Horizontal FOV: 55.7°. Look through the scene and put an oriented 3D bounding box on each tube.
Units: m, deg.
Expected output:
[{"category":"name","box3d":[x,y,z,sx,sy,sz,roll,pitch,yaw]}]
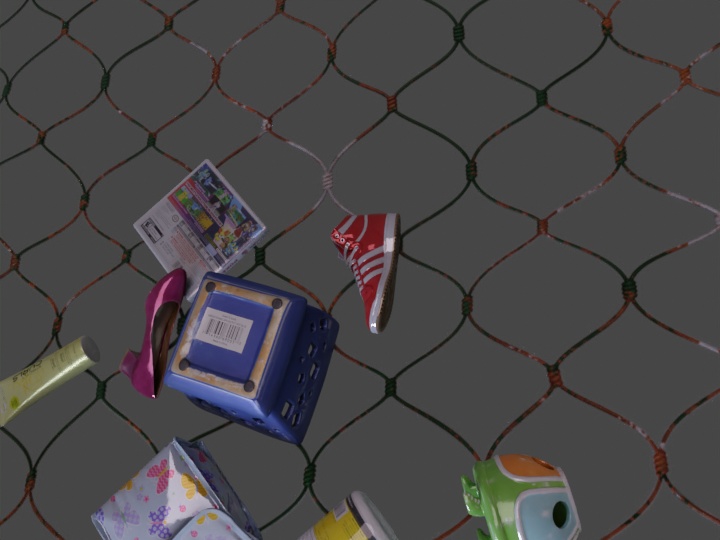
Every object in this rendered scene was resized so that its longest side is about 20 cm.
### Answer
[{"category":"tube","box3d":[-0.532,0.181,1.145,0.197,0.053,0.058,-30,24,6]}]

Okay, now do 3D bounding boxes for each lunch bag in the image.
[{"category":"lunch bag","box3d":[-0.249,0.367,0.959,0.169,0.127,0.201,-40,72,-3]}]

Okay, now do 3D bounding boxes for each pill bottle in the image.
[{"category":"pill bottle","box3d":[-0.045,0.398,0.901,0.199,0.112,0.113,-39,65,-3]}]

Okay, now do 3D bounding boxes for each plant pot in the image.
[{"category":"plant pot","box3d":[-0.162,0.119,1.004,0.195,0.180,0.205,14,73,18]}]

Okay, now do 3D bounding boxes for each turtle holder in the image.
[{"category":"turtle holder","box3d":[0.208,0.324,0.853,0.128,0.141,0.190,-17,64,5]}]

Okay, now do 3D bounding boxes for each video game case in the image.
[{"category":"video game case","box3d":[-0.282,-0.074,1.198,0.182,0.023,0.200,-42,64,-5]}]

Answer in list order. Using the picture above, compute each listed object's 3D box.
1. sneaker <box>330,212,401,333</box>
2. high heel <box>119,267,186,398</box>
[{"category":"sneaker","box3d":[0.000,0.000,1.071,0.109,0.072,0.205,4,62,11]},{"category":"high heel","box3d":[-0.316,0.101,1.102,0.095,0.067,0.203,27,84,32]}]
